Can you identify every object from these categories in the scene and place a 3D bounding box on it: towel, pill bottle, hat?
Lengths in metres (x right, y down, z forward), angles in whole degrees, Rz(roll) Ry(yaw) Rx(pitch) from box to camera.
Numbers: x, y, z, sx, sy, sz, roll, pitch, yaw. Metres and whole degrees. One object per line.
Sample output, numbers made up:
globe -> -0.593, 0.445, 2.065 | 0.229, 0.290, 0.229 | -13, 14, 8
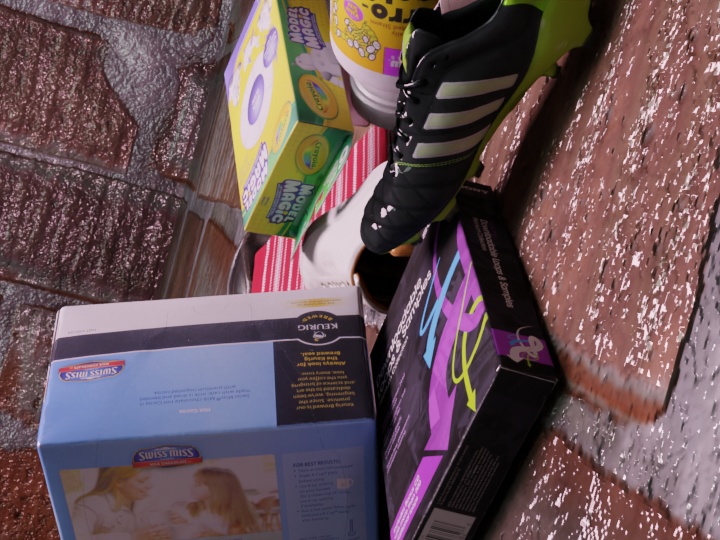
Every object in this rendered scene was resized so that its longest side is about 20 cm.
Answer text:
towel -> -0.033, -0.026, 1.008 | 0.200, 0.022, 0.145 | -45, 27, 31
pill bottle -> 0.032, -0.189, 0.791 | 0.200, 0.104, 0.104 | 92, -179, -50
hat -> -0.086, 0.014, 1.160 | 0.201, 0.081, 0.201 | -166, 90, -78

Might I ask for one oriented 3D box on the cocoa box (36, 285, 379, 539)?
cocoa box -> -0.091, 0.105, 0.772 | 0.131, 0.199, 0.134 | -98, 5, -52

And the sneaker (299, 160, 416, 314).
sneaker -> 0.000, 0.000, 0.846 | 0.200, 0.073, 0.085 | 128, 151, -61

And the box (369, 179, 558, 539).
box -> 0.048, 0.054, 0.678 | 0.200, 0.036, 0.143 | -95, 24, -59

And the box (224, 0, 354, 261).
box -> -0.056, -0.116, 0.892 | 0.117, 0.048, 0.200 | 121, 146, -42

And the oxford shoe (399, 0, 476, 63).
oxford shoe -> 0.083, -0.169, 0.686 | 0.200, 0.073, 0.071 | 121, 159, -49

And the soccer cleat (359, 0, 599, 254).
soccer cleat -> 0.046, -0.094, 0.665 | 0.200, 0.081, 0.068 | -52, 21, 28

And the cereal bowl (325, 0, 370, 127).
cereal bowl -> -0.021, -0.225, 1.026 | 0.200, 0.083, 0.201 | 5, -90, -88
